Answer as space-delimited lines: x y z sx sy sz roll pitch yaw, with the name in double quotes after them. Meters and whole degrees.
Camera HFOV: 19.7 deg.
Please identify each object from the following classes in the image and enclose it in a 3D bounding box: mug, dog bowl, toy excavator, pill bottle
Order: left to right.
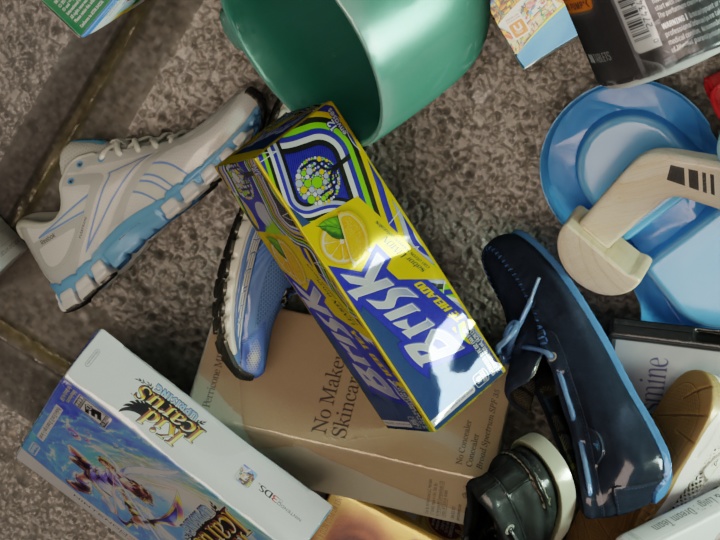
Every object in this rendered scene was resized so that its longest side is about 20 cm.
-0.007 -0.174 1.238 0.185 0.114 0.152 38 154 33 "mug"
0.146 -0.213 1.169 0.106 0.106 0.201 -22 100 14 "pill bottle"
0.198 -0.035 1.305 0.111 0.050 0.200 -38 98 17 "dog bowl"
0.229 -0.059 1.221 0.199 0.100 0.195 18 119 15 "toy excavator"

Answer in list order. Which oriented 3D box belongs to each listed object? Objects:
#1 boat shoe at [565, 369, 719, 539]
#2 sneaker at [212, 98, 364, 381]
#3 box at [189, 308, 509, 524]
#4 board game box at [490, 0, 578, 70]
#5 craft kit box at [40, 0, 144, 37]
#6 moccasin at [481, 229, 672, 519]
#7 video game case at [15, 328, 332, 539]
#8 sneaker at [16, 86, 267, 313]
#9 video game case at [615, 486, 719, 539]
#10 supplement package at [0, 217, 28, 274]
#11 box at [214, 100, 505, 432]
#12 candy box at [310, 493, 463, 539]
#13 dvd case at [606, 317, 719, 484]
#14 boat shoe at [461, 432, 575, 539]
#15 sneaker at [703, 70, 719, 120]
0.194 0.152 1.310 0.069 0.071 0.200 16 124 -23 "boat shoe"
-0.035 -0.024 1.304 0.089 0.079 0.201 20 79 -6 "sneaker"
-0.006 0.091 1.340 0.199 0.095 0.078 11 151 5 "box"
0.111 -0.247 1.252 0.147 0.064 0.200 -30 100 16 "board game box"
-0.090 -0.237 1.217 0.049 0.198 0.200 43 107 -1 "craft kit box"
0.118 0.060 1.269 0.068 0.081 0.200 -25 57 -9 "moccasin"
-0.127 0.136 1.342 0.181 0.200 0.046 37 65 -3 "video game case"
-0.147 -0.062 1.343 0.200 0.075 0.087 -40 91 17 "sneaker"
0.207 0.221 1.301 0.024 0.182 0.201 35 129 37 "video game case"
-0.353 -0.020 1.323 0.147 0.191 0.200 -41 97 16 "supplement package"
0.000 0.000 1.250 0.064 0.070 0.200 -39 104 -21 "box"
0.050 0.228 1.401 0.199 0.056 0.117 26 107 0 "candy box"
0.250 0.095 1.317 0.199 0.018 0.143 7 135 7 "dvd case"
0.086 0.186 1.281 0.075 0.066 0.200 48 150 31 "boat shoe"
0.266 -0.142 1.250 0.115 0.078 0.201 0 105 8 "sneaker"
